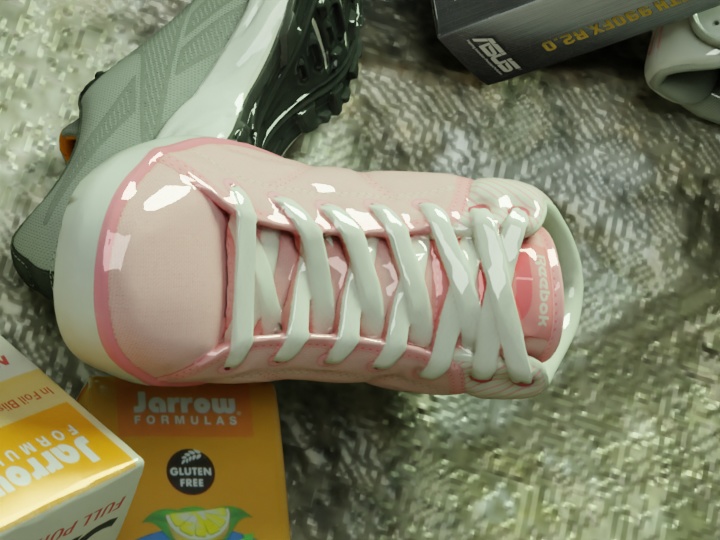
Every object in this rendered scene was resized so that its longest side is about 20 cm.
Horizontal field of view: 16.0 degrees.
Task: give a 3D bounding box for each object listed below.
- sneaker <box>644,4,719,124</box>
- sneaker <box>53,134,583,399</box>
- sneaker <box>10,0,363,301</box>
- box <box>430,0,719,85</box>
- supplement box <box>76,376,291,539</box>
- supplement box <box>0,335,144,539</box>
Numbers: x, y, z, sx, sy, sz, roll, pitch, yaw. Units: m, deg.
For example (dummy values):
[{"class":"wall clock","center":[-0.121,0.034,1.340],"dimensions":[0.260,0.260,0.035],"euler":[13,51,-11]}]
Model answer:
[{"class":"sneaker","center":[0.137,-0.110,0.944],"dimensions":[0.099,0.078,0.201],"euler":[-27,73,-20]},{"class":"sneaker","center":[0.000,0.000,0.781],"dimensions":[0.200,0.104,0.076],"euler":[5,88,-58]},{"class":"sneaker","center":[-0.054,-0.064,0.871],"dimensions":[0.079,0.074,0.201],"euler":[10,50,22]},{"class":"box","center":[0.092,-0.186,0.932],"dimensions":[0.158,0.048,0.201],"euler":[-19,65,21]},{"class":"supplement box","center":[-0.055,0.134,0.777],"dimensions":[0.066,0.069,0.201],"euler":[1,62,-18]},{"class":"supplement box","center":[-0.178,0.039,0.735],"dimensions":[0.200,0.074,0.126],"euler":[38,34,21]}]
